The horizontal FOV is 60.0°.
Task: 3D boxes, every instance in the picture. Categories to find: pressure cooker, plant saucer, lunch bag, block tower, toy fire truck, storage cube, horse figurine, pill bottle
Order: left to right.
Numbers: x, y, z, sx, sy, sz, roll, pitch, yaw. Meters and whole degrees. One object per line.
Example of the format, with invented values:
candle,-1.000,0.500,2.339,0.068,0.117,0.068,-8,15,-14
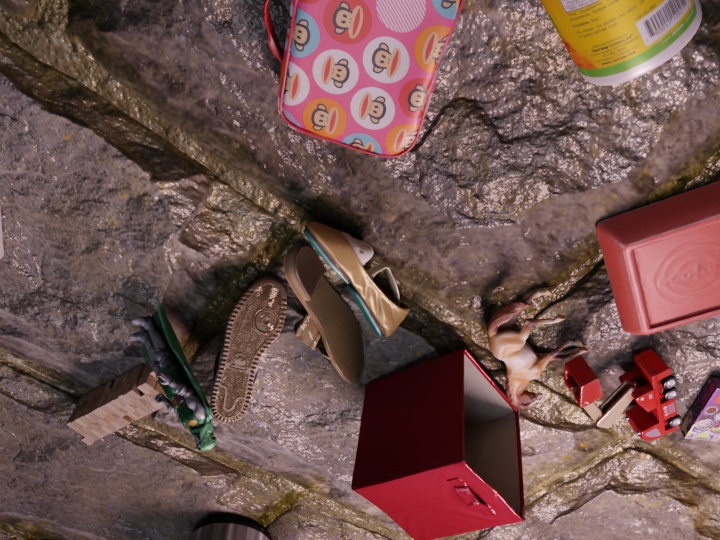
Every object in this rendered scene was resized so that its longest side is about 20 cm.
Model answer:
block tower,-0.362,0.198,0.952,0.198,0.054,0.058,-30,121,23
pressure cooker,-0.258,0.593,1.167,0.175,0.202,0.178,-2,128,3
lunch bag,-0.007,-0.218,0.589,0.173,0.083,0.202,14,128,-8
storage cube,0.114,0.252,0.889,0.178,0.202,0.171,-25,125,29
horse figurine,0.228,0.103,0.856,0.131,0.050,0.200,-30,125,17
pill bottle,0.196,-0.269,0.522,0.110,0.112,0.200,-30,122,23
toy fire truck,0.376,0.184,0.890,0.139,0.049,0.202,-26,125,2
plant saucer,0.412,-0.006,0.771,0.197,0.037,0.201,-19,124,16

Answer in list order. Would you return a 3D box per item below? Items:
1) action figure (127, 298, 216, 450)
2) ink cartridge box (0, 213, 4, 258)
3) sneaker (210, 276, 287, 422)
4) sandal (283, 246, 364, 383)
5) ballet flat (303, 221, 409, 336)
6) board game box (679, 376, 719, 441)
action figure,-0.247,0.152,0.835,0.054,0.201,0.119,-22,156,-37
ink cartridge box,-0.546,-0.033,0.717,0.196,0.146,0.084,14,128,-9
sneaker,-0.156,0.096,0.863,0.069,0.109,0.203,20,97,-11
sandal,-0.063,0.061,0.833,0.069,0.078,0.214,-5,125,32
ballet flat,0.000,0.000,0.787,0.063,0.069,0.201,-38,125,-4
board game box,0.606,0.217,0.946,0.196,0.033,0.122,4,124,-1
